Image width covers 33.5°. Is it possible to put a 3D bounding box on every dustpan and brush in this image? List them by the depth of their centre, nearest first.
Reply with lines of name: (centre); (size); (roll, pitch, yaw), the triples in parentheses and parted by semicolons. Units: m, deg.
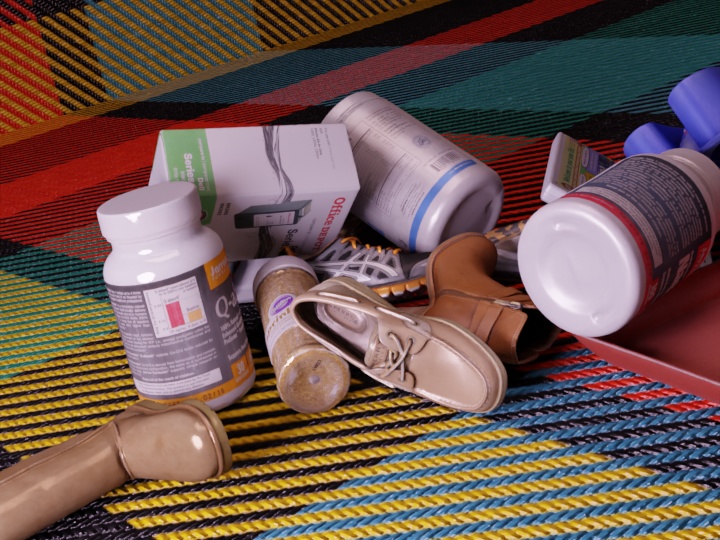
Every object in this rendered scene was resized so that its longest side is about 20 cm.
dustpan and brush: (-0.071, -0.038, 1.396); (0.139, 0.057, 0.202); (-8, 54, 45)

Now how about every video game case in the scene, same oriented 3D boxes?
video game case: (0.273, -0.067, 1.225); (0.181, 0.022, 0.200); (29, 24, 1)

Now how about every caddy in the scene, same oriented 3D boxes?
caddy: (0.363, -0.122, 1.219); (0.199, 0.105, 0.142); (-5, -37, -50)

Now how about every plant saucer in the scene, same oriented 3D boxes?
plant saucer: (0.310, 0.052, 0.987); (0.198, 0.037, 0.199); (-21, 21, -25)

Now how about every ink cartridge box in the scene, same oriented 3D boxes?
ink cartridge box: (-0.114, -0.078, 1.241); (0.198, 0.085, 0.146); (-5, -26, -19)

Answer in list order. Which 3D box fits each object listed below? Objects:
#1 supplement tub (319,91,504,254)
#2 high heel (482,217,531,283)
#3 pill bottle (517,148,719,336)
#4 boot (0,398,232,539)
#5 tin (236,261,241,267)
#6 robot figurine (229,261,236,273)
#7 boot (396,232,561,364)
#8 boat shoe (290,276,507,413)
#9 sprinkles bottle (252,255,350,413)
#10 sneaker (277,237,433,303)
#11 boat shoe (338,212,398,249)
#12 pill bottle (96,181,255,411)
supplement tub: (0.051, -0.100, 1.345); (0.131, 0.133, 0.199); (-26, 50, -37)
high heel: (0.191, -0.041, 1.290); (0.142, 0.072, 0.199); (5, 29, 44)
pill bottle: (0.238, -0.034, 1.041); (0.119, 0.121, 0.199); (6, 26, 43)
boot: (-0.219, 0.172, 0.946); (0.199, 0.067, 0.174); (-25, 9, -35)
tin: (-0.117, -0.044, 1.552); (0.197, 0.042, 0.112); (-11, 14, 3)
robot figurine: (-0.206, -0.010, 1.385); (0.169, 0.113, 0.200); (-37, 13, 17)
boot: (0.122, 0.026, 1.116); (0.154, 0.078, 0.200); (0, 24, 38)
boat shoe: (0.028, 0.068, 1.002); (0.199, 0.072, 0.064); (24, 22, 29)
sprinkles bottle: (-0.058, 0.056, 1.125); (0.067, 0.069, 0.200); (-14, 27, -6)
sneaker: (0.000, 0.000, 1.248); (0.197, 0.078, 0.078); (-10, -9, 5)
boat shoe: (0.046, -0.060, 1.449); (0.199, 0.076, 0.072); (-31, 28, -23)
pill bottle: (-0.173, 0.027, 1.114); (0.115, 0.202, 0.117); (-11, 19, 4)
